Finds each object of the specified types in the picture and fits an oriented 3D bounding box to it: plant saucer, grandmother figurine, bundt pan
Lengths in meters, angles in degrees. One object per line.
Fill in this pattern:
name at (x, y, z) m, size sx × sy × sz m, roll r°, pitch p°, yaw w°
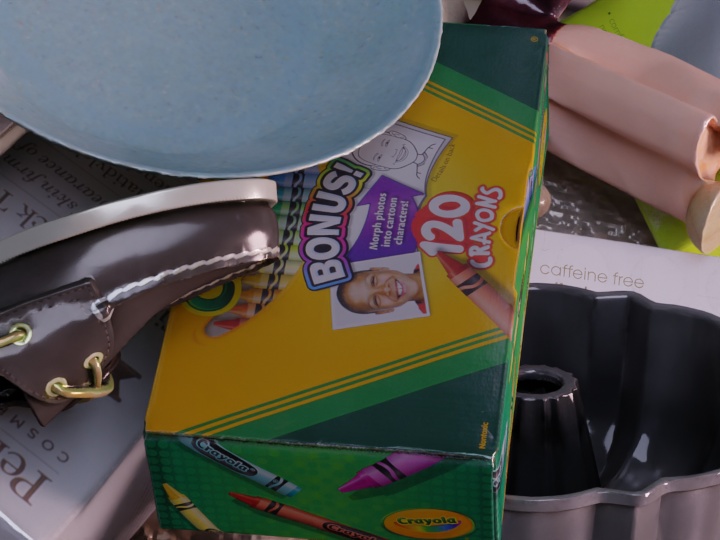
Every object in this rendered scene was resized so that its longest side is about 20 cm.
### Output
plant saucer at (-0.071, -0.097, 0.966) m, size 0.200 × 0.039 × 0.202 m, roll 10°, pitch 49°, yaw -11°
grandmother figurine at (0.081, -0.086, 1.181) m, size 0.199 × 0.061 × 0.122 m, roll 25°, pitch 90°, yaw 25°
bundt pan at (0.065, 0.075, 1.035) m, size 0.201 × 0.202 × 0.076 m, roll -5°, pitch 113°, yaw -10°

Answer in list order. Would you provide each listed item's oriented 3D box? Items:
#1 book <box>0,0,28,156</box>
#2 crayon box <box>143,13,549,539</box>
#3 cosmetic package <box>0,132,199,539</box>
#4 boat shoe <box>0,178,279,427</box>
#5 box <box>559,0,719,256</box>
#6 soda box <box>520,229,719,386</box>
book at (-0.146, -0.121, 1.008) m, size 0.134 × 0.048 × 0.200 m, roll 43°, pitch 45°, yaw -1°
crayon box at (0.000, 0.000, 0.962) m, size 0.118 × 0.058 × 0.201 m, roll 4°, pitch 50°, yaw 7°
cosmetic package at (-0.150, 0.037, 1.041) m, size 0.167 × 0.167 × 0.200 m, roll 35°, pitch 49°, yaw 4°
boat shoe at (-0.116, 0.024, 0.893) m, size 0.200 × 0.072 × 0.061 m, roll -19°, pitch 79°, yaw -2°
box at (0.196, -0.102, 1.180) m, size 0.199 × 0.048 × 0.122 m, roll -31°, pitch 73°, yaw 21°
soda box at (0.070, 0.023, 1.162) m, size 0.199 × 0.064 × 0.068 m, roll 9°, pitch 68°, yaw -6°
